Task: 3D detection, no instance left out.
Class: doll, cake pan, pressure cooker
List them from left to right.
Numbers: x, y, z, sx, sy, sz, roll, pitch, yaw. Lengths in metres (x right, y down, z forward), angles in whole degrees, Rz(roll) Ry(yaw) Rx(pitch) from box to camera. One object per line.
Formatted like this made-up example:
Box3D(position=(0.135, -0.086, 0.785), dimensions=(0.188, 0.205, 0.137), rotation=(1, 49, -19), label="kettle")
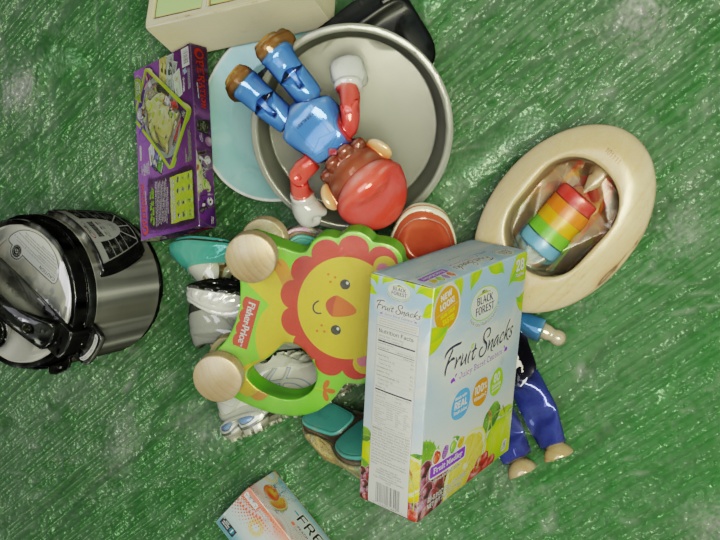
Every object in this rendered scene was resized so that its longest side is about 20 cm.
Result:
Box3D(position=(-0.344, 0.023, 0.926), dimensions=(0.174, 0.200, 0.181), rotation=(-6, 92, 24), label="pressure cooker")
Box3D(position=(-0.008, -0.141, 0.804), dimensions=(0.197, 0.037, 0.203), rotation=(1, 111, 2), label="cake pan")
Box3D(position=(0.143, 0.095, 0.810), dimensions=(0.135, 0.048, 0.202), rotation=(-27, 80, 17), label="doll")

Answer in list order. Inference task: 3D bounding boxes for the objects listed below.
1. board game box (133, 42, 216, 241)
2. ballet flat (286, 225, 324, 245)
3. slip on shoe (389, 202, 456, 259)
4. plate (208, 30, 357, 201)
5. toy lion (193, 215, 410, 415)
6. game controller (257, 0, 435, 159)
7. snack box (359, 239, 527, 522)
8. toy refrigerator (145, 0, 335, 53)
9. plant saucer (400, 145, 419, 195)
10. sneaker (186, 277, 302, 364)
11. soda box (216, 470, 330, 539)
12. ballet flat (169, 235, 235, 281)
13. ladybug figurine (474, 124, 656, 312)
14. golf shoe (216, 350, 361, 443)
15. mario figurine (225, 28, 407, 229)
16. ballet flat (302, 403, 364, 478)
Box3D(position=(-0.212, -0.140, 0.918), dimensions=(0.119, 0.032, 0.203), rotation=(-7, 85, 39), label="board game box")
Box3D(position=(0.000, 0.000, 0.838), dimensions=(0.198, 0.071, 0.070), rotation=(22, 103, -18), label="ballet flat")
Box3D(position=(0.055, 0.035, 0.787), dimensions=(0.073, 0.061, 0.203), rotation=(7, 109, -4), label="slip on shoe")
Box3D(position=(-0.084, -0.172, 0.883), dimensions=(0.198, 0.026, 0.203), rotation=(-3, 82, 21), label="plate")
Box3D(position=(-0.041, 0.049, 0.757), dimensions=(0.190, 0.069, 0.202), rotation=(20, 109, 3), label="toy lion")
Box3D(position=(-0.022, -0.202, 0.835), dimensions=(0.199, 0.042, 0.105), rotation=(-32, 88, 14), label="game controller")
Box3D(position=(0.075, 0.088, 0.710), dimensions=(0.067, 0.168, 0.203), rotation=(12, 108, 35), label="snack box")
Box3D(position=(-0.129, -0.294, 0.869), dimensions=(0.198, 0.070, 0.077), rotation=(-4, 72, 24), label="toy refrigerator")
Box3D(position=(-0.029, -0.111, 0.882), dimensions=(0.198, 0.019, 0.071), rotation=(3, 95, 24), label="plant saucer")
Box3D(position=(-0.086, 0.060, 0.838), dimensions=(0.197, 0.074, 0.080), rotation=(9, 101, 14), label="sneaker")
Box3D(position=(-0.067, 0.329, 0.909), dimensions=(0.068, 0.063, 0.200), rotation=(-46, 76, 19), label="soda box")
Box3D(position=(-0.135, -0.001, 0.902), dimensions=(0.197, 0.067, 0.071), rotation=(0, 67, 21), label="ballet flat")
Box3D(position=(0.190, -0.045, 0.765), dimensions=(0.136, 0.072, 0.200), rotation=(47, 109, 13), label="ladybug figurine")
Box3D(position=(-0.079, 0.109, 0.864), dimensions=(0.198, 0.078, 0.098), rotation=(-23, 83, 21), label="golf shoe")
Box3D(position=(-0.033, -0.123, 0.765), dimensions=(0.200, 0.106, 0.123), rotation=(49, 140, -5), label="mario figurine")
Box3D(position=(0.000, 0.179, 0.822), dimensions=(0.200, 0.070, 0.072), rotation=(-179, 84, -66), label="ballet flat")
